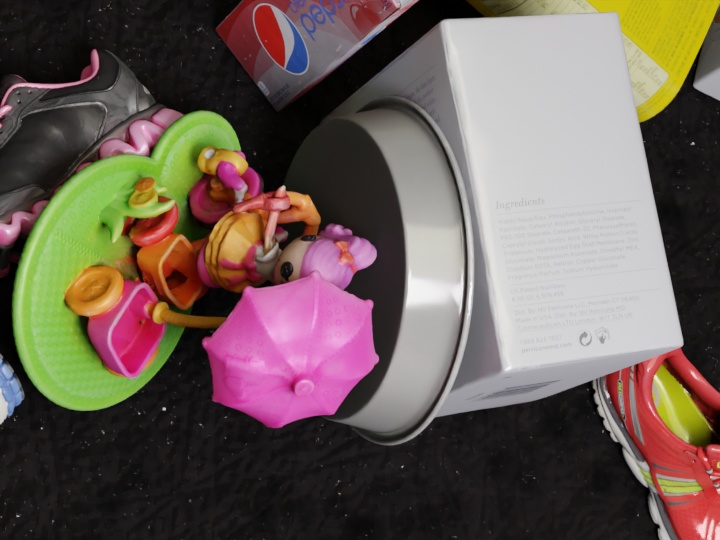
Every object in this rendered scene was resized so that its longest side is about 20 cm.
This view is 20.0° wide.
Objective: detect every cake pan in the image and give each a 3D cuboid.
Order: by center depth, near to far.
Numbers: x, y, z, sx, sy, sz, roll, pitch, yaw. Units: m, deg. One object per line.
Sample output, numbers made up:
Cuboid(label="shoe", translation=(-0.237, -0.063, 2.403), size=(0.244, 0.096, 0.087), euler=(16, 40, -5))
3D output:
Cuboid(label="cake pan", translation=(0.000, 0.000, 1.178), size=(0.036, 0.200, 0.202), euler=(0, 77, -28))

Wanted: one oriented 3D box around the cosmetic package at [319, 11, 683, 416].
Cuboid(label="cosmetic package", translation=(0.078, -0.027, 1.219), size=(0.122, 0.199, 0.202), euler=(-7, 81, -23))

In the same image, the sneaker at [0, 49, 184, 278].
Cuboid(label="sneaker", translation=(-0.196, -0.063, 1.189), size=(0.199, 0.079, 0.096), euler=(-35, 86, -33))

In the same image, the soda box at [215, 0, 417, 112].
Cuboid(label="soda box", translation=(-0.014, -0.165, 1.213), size=(0.063, 0.200, 0.070), euler=(-38, 94, -26))

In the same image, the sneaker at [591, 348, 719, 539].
Cuboid(label="sneaker", translation=(0.221, 0.129, 1.306), size=(0.077, 0.085, 0.201), euler=(-37, 93, -25))

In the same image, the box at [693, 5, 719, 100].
Cuboid(label="box", translation=(0.319, -0.213, 1.407), size=(0.097, 0.124, 0.202), euler=(22, 71, -17))

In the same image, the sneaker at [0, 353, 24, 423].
Cuboid(label="sneaker", translation=(-0.283, 0.033, 1.125), size=(0.200, 0.077, 0.085), euler=(41, 70, -9))

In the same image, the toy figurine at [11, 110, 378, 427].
Cuboid(label="toy figurine", translation=(-0.062, 0.010, 1.134), size=(0.200, 0.183, 0.151), euler=(-53, 140, -27))

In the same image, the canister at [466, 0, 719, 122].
Cuboid(label="canister", translation=(0.137, -0.207, 1.333), size=(0.199, 0.086, 0.149), euler=(37, 67, -24))
